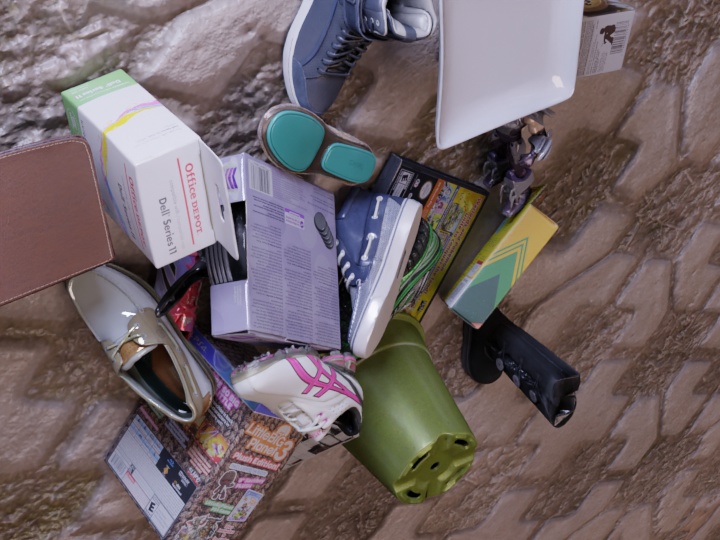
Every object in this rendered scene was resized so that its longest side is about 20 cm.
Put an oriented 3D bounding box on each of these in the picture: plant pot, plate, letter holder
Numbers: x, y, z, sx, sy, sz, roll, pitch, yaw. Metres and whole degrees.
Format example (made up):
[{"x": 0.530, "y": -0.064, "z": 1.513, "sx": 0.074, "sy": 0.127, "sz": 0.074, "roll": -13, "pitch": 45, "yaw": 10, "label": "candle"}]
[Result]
[{"x": 0.047, "y": 0.189, "z": 1.407, "sx": 0.199, "sy": 0.190, "sz": 0.201, "roll": -22, "pitch": 139, "yaw": -21, "label": "plant pot"}, {"x": 0.150, "y": -0.245, "z": 1.147, "sx": 0.199, "sy": 0.032, "sz": 0.201, "roll": -24, "pitch": 132, "yaw": -27, "label": "plate"}, {"x": -0.339, "y": -0.051, "z": 0.977, "sx": 0.199, "sy": 0.101, "sz": 0.143, "roll": -25, "pitch": 131, "yaw": -26, "label": "letter holder"}]

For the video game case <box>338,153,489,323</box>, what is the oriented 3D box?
[{"x": 0.058, "y": -0.034, "z": 1.396, "sx": 0.180, "sy": 0.025, "sz": 0.201, "roll": 14, "pitch": 108, "yaw": -46, "label": "video game case"}]

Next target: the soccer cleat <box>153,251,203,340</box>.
[{"x": -0.191, "y": 0.021, "z": 1.175, "sx": 0.067, "sy": 0.076, "sz": 0.201, "roll": 5, "pitch": 116, "yaw": -43, "label": "soccer cleat"}]

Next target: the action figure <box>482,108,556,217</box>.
[{"x": 0.179, "y": -0.159, "z": 1.342, "sx": 0.069, "sy": 0.130, "sz": 0.200, "roll": -36, "pitch": 148, "yaw": -15, "label": "action figure"}]

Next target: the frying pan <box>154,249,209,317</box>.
[{"x": -0.152, "y": -0.031, "z": 1.146, "sx": 0.190, "sy": 0.031, "sz": 0.116, "roll": -35, "pitch": 129, "yaw": -62, "label": "frying pan"}]

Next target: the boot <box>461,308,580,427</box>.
[{"x": 0.225, "y": 0.148, "z": 1.544, "sx": 0.066, "sy": 0.200, "sz": 0.165, "roll": -33, "pitch": 136, "yaw": -19, "label": "boot"}]

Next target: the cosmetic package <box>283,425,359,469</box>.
[{"x": -0.108, "y": 0.206, "z": 1.339, "sx": 0.199, "sy": 0.051, "sz": 0.083, "roll": -27, "pitch": 141, "yaw": 19, "label": "cosmetic package"}]

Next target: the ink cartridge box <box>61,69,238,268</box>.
[{"x": -0.192, "y": -0.085, "z": 1.003, "sx": 0.067, "sy": 0.200, "sz": 0.118, "roll": -26, "pitch": 133, "yaw": -25, "label": "ink cartridge box"}]

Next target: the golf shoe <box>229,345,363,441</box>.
[{"x": -0.056, "y": 0.130, "z": 1.154, "sx": 0.072, "sy": 0.092, "sz": 0.200, "roll": -27, "pitch": 159, "yaw": 29, "label": "golf shoe"}]

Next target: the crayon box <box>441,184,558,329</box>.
[{"x": 0.190, "y": -0.020, "z": 1.452, "sx": 0.200, "sy": 0.051, "sz": 0.127, "roll": -53, "pitch": -179, "yaw": 3, "label": "crayon box"}]

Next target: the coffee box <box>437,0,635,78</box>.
[{"x": 0.203, "y": -0.273, "z": 1.283, "sx": 0.199, "sy": 0.113, "sz": 0.080, "roll": -16, "pitch": 128, "yaw": -32, "label": "coffee box"}]

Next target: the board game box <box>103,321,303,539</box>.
[{"x": -0.172, "y": 0.189, "z": 1.254, "sx": 0.097, "sy": 0.159, "sz": 0.200, "roll": 24, "pitch": 102, "yaw": -49, "label": "board game box"}]

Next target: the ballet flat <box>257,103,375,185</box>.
[{"x": -0.061, "y": -0.136, "z": 1.178, "sx": 0.200, "sy": 0.067, "sz": 0.068, "roll": 23, "pitch": 99, "yaw": -56, "label": "ballet flat"}]

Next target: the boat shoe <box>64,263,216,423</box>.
[{"x": -0.223, "y": 0.072, "z": 1.121, "sx": 0.075, "sy": 0.068, "sz": 0.200, "roll": -41, "pitch": 103, "yaw": 13, "label": "boat shoe"}]

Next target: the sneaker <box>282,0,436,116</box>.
[{"x": -0.003, "y": -0.228, "z": 1.110, "sx": 0.077, "sy": 0.146, "sz": 0.203, "roll": -9, "pitch": 126, "yaw": -39, "label": "sneaker"}]

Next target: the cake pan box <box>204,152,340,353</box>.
[{"x": -0.088, "y": -0.011, "z": 1.157, "sx": 0.200, "sy": 0.052, "sz": 0.185, "roll": 17, "pitch": 65, "yaw": -62, "label": "cake pan box"}]

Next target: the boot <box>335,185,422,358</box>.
[{"x": 0.000, "y": 0.000, "z": 1.266, "sx": 0.073, "sy": 0.090, "sz": 0.201, "roll": 83, "pitch": 25, "yaw": -62, "label": "boot"}]

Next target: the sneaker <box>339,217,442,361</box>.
[{"x": 0.037, "y": 0.032, "z": 1.347, "sx": 0.200, "sy": 0.078, "sz": 0.085, "roll": -54, "pitch": 139, "yaw": 3, "label": "sneaker"}]
